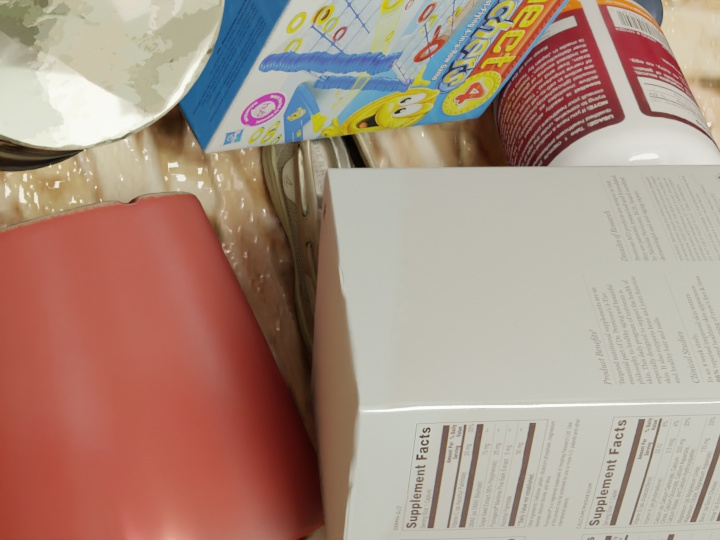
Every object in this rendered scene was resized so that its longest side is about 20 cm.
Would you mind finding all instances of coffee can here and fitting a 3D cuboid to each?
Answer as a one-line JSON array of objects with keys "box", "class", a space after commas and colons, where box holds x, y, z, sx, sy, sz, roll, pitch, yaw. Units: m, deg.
[{"box": [-0.159, -0.126, 0.681, 0.145, 0.200, 0.148, 0, 91, -20], "class": "coffee can"}]

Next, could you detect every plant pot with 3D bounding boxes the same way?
[{"box": [-0.126, 0.064, 0.713, 0.199, 0.200, 0.179, -14, 88, -19], "class": "plant pot"}]

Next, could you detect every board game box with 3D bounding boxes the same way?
[{"box": [0.026, -0.151, 0.709, 0.195, 0.200, 0.056, -12, 62, -38], "class": "board game box"}]

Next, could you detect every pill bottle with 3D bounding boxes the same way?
[{"box": [0.139, -0.059, 0.785, 0.112, 0.201, 0.114, -3, 131, -4], "class": "pill bottle"}]

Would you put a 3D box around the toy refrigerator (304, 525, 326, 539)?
[{"box": [0.026, 0.139, 0.769, 0.076, 0.070, 0.200, 41, 83, 7], "class": "toy refrigerator"}]

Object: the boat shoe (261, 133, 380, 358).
[{"box": [0.000, 0.000, 0.807, 0.072, 0.065, 0.202, -19, 93, -21], "class": "boat shoe"}]

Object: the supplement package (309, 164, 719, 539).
[{"box": [0.083, 0.057, 0.642, 0.198, 0.152, 0.152, -1, 132, -7], "class": "supplement package"}]

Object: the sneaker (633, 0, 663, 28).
[{"box": [0.108, -0.184, 0.839, 0.199, 0.084, 0.076, 20, 85, -20], "class": "sneaker"}]
